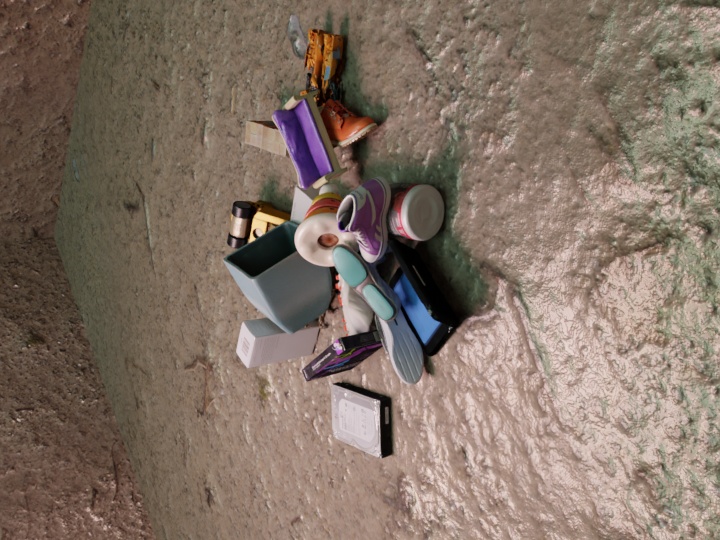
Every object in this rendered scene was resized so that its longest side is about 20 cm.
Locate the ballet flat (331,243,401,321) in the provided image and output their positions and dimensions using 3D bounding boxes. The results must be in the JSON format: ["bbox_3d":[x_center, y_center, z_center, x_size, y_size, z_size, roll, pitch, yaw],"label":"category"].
[{"bbox_3d":[0.013,0.021,1.521,0.067,0.064,0.201,-36,96,30],"label":"ballet flat"}]

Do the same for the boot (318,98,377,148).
[{"bbox_3d":[-0.042,-0.337,1.610,0.198,0.074,0.109,3,118,53],"label":"boot"}]

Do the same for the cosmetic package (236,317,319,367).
[{"bbox_3d":[-0.211,0.176,1.837,0.074,0.197,0.103,45,128,38],"label":"cosmetic package"}]

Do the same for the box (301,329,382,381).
[{"bbox_3d":[-0.033,0.195,1.650,0.200,0.141,0.037,-42,65,48],"label":"box"}]

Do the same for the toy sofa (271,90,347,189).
[{"bbox_3d":[-0.115,-0.291,1.608,0.083,0.096,0.203,-14,98,65],"label":"toy sofa"}]

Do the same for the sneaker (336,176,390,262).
[{"bbox_3d":[-0.005,-0.084,1.415,0.072,0.114,0.203,35,142,33],"label":"sneaker"}]

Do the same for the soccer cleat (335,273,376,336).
[{"bbox_3d":[-0.009,0.074,1.603,0.070,0.076,0.202,-106,5,-49],"label":"soccer cleat"}]

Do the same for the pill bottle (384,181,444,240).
[{"bbox_3d":[0.071,-0.127,1.485,0.199,0.109,0.113,12,105,52],"label":"pill bottle"}]

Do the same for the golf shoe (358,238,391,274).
[{"bbox_3d":[0.000,0.000,1.614,0.078,0.096,0.203,42,129,38],"label":"golf shoe"}]

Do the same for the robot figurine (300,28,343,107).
[{"bbox_3d":[-0.095,-0.463,1.696,0.144,0.057,0.204,33,121,47],"label":"robot figurine"}]

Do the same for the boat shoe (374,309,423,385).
[{"bbox_3d":[0.085,0.158,1.561,0.071,0.071,0.203,108,147,-64],"label":"boat shoe"}]

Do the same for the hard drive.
[{"bbox_3d":[-0.002,0.358,1.722,0.199,0.037,0.143,9,102,53],"label":"hard drive"}]

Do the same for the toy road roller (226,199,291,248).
[{"bbox_3d":[-0.261,-0.124,1.949,0.197,0.146,0.125,19,116,10],"label":"toy road roller"}]

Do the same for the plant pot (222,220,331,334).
[{"bbox_3d":[-0.178,0.030,1.710,0.195,0.195,0.203,25,143,55],"label":"plant pot"}]

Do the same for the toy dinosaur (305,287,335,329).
[{"bbox_3d":[-0.114,0.097,1.832,0.198,0.058,0.103,-19,66,46],"label":"toy dinosaur"}]

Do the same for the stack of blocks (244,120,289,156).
[{"bbox_3d":[-0.194,-0.335,1.803,0.199,0.114,0.060,27,116,47],"label":"stack of blocks"}]

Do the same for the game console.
[{"bbox_3d":[0.104,0.059,1.473,0.116,0.175,0.202,-39,62,17],"label":"game console"}]

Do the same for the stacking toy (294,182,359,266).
[{"bbox_3d":[-0.072,-0.124,1.567,0.202,0.144,0.147,-94,27,-44],"label":"stacking toy"}]

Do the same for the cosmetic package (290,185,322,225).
[{"bbox_3d":[-0.085,-0.116,1.721,0.199,0.080,0.115,39,127,42],"label":"cosmetic package"}]
